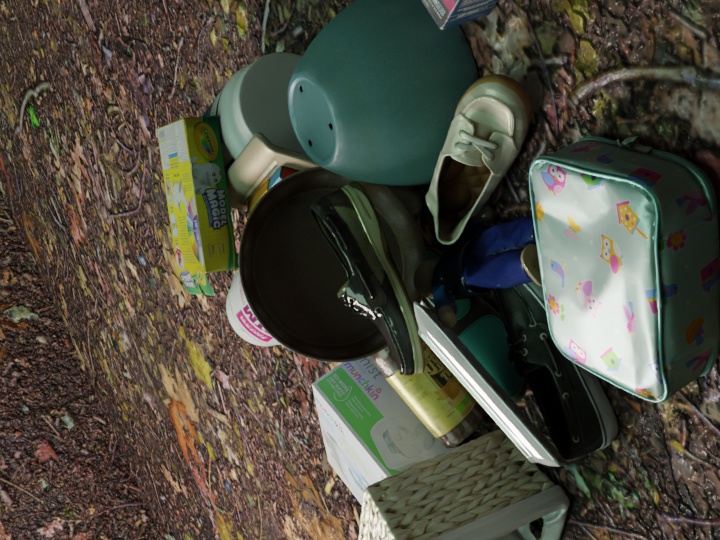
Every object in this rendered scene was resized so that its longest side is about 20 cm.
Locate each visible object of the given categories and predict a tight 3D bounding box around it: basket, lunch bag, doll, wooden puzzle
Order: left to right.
[{"bbox_3d":[-0.052,-0.077,1.261,0.185,0.198,0.038,145,141,-64],"label":"wooden puzzle"},{"bbox_3d":[0.103,0.276,1.203,0.124,0.198,0.137,52,150,37],"label":"basket"},{"bbox_3d":[0.110,-0.003,1.073,0.048,0.138,0.199,34,157,-22],"label":"doll"},{"bbox_3d":[0.210,-0.009,0.907,0.160,0.076,0.202,28,134,54],"label":"lunch bag"}]

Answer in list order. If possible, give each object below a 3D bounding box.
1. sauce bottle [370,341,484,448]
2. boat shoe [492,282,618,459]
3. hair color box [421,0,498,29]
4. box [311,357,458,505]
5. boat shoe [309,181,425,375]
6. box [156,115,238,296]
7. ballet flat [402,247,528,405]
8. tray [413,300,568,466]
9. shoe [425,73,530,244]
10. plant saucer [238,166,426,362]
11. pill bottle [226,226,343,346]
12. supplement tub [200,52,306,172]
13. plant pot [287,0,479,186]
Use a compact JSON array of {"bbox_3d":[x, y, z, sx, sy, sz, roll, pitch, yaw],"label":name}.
[{"bbox_3d":[0.055,0.104,1.246,0.200,0.065,0.065,49,155,-6],"label":"sauce bottle"},{"bbox_3d":[0.174,0.083,1.069,0.202,0.056,0.069,62,154,12],"label":"boat shoe"},{"bbox_3d":[0.098,-0.300,0.913,0.101,0.060,0.200,60,153,14],"label":"hair color box"},{"bbox_3d":[0.040,0.229,1.376,0.200,0.096,0.178,47,158,35],"label":"box"},{"bbox_3d":[0.006,0.015,1.114,0.073,0.064,0.202,109,140,-77],"label":"boat shoe"},{"bbox_3d":[-0.188,-0.073,1.307,0.117,0.048,0.203,3,99,65],"label":"box"},{"bbox_3d":[0.115,0.060,1.179,0.201,0.067,0.064,56,179,25],"label":"ballet flat"},{"bbox_3d":[0.119,0.114,1.065,0.200,0.022,0.107,49,-174,17],"label":"tray"},{"bbox_3d":[0.105,-0.097,1.031,0.069,0.054,0.201,19,144,0],"label":"shoe"},{"bbox_3d":[-0.030,-0.006,1.156,0.202,0.198,0.034,66,163,2],"label":"plant saucer"},{"bbox_3d":[-0.083,0.020,1.265,0.114,0.112,0.200,64,155,5],"label":"pill bottle"},{"bbox_3d":[-0.116,-0.164,1.337,0.142,0.139,0.200,66,154,2],"label":"supplement tub"},{"bbox_3d":[0.008,-0.168,1.105,0.200,0.134,0.202,42,144,41],"label":"plant pot"}]
